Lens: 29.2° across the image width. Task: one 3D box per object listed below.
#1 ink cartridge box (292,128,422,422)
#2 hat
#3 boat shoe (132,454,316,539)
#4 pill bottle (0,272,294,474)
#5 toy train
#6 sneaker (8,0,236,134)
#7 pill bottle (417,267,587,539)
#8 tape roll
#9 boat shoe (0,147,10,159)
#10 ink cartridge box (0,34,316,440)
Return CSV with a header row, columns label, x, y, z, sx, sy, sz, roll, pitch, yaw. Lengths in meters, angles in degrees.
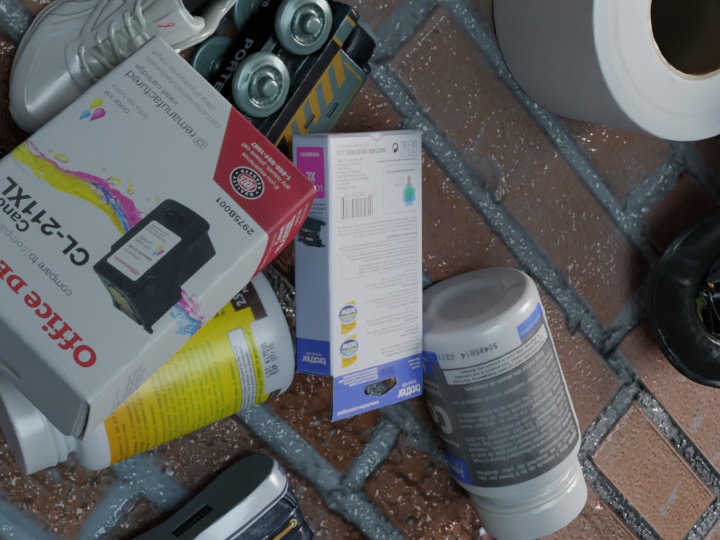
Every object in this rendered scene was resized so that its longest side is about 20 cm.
label,x,y,z,sx,sy,sz,roll,pitch,yaw
ink cartridge box,0.000,0.000,1.002,0.119,0.042,0.202,-11,100,-54
hat,0.346,0.005,1.222,0.199,0.081,0.202,0,113,-1
boat shoe,-0.123,0.234,1.038,0.200,0.071,0.091,-35,115,-17
pill bottle,-0.154,0.069,0.967,0.199,0.109,0.110,-21,112,-22
toy train,-0.066,-0.119,0.988,0.114,0.085,0.201,40,80,-43
sneaker,-0.151,-0.163,0.916,0.200,0.099,0.078,-46,118,-11
pill bottle,0.113,0.110,1.115,0.113,0.114,0.201,-28,113,-19
tape roll,0.223,-0.210,1.078,0.201,0.139,0.204,-8,107,-26
boat shoe,-0.192,-0.040,0.929,0.200,0.071,0.091,36,50,2
ink cartridge box,-0.148,-0.021,0.840,0.146,0.083,0.200,43,64,3
